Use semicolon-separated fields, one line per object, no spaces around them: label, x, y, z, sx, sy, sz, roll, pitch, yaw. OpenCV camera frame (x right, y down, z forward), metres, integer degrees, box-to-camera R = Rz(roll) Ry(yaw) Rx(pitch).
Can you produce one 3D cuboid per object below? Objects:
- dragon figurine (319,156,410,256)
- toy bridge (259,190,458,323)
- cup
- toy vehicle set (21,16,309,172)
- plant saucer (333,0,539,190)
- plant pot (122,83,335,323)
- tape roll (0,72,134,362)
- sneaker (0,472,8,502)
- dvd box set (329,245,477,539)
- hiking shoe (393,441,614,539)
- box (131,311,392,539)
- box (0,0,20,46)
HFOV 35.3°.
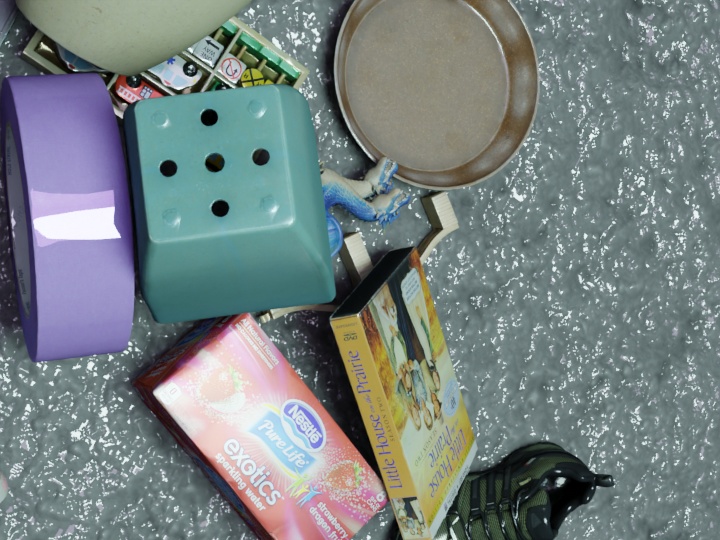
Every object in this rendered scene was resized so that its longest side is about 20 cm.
dragon figurine;-0.052;-0.037;0.932;0.200;0.059;0.100;-38;129;-1
toy bridge;0.000;0.000;0.980;0.199;0.027;0.067;-27;100;-20
cup;-0.168;-0.228;0.816;0.200;0.200;0.143;30;106;-19
toy vehicle set;-0.155;-0.168;0.921;0.200;0.026;0.125;33;78;-18
plant saucer;0.065;-0.171;1.004;0.199;0.034;0.201;0;91;-21
plant pot;-0.091;-0.050;0.773;0.141;0.200;0.142;-7;83;-5
tape roll;-0.212;-0.038;0.805;0.065;0.200;0.201;-6;92;-22
sneaker;-0.362;0.165;0.803;0.200;0.075;0.105;-31;116;-27
dvd box set;0.041;0.098;0.933;0.146;0.029;0.201;-46;122;-59
hiking shoe;0.121;0.211;0.987;0.199;0.101;0.076;-27;99;-19
box;-0.080;0.136;0.911;0.100;0.095;0.200;-41;103;-18
box;-0.334;-0.265;0.842;0.199;0.043;0.161;29;79;-19
